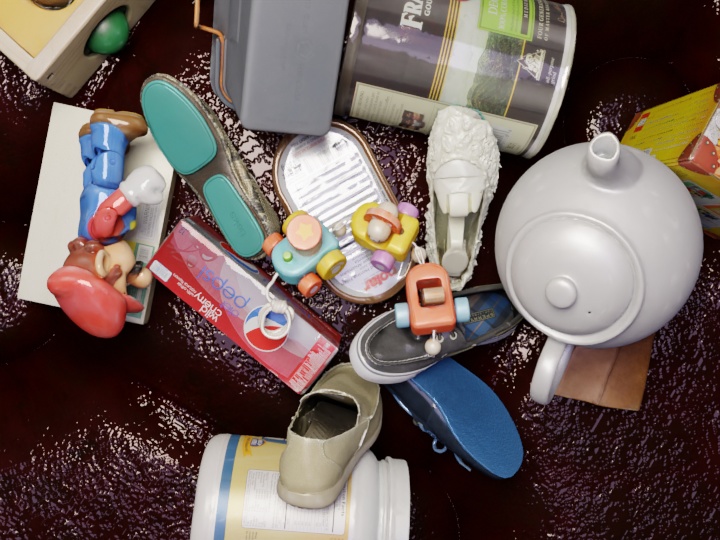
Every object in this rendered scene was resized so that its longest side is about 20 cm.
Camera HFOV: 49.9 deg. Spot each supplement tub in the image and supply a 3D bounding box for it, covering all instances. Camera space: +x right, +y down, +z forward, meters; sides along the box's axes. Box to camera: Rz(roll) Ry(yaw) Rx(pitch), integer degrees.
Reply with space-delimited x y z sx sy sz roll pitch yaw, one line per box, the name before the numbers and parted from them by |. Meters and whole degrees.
supplement tub | -0.057 0.240 0.754 0.196 0.145 0.147 5 93 -3

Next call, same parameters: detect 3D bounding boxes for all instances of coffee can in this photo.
coffee can | 0.084 -0.200 0.738 0.197 0.146 0.149 12 92 -4

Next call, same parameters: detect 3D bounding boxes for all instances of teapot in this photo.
teapot | 0.195 -0.005 0.679 0.196 0.146 0.201 -28 98 41

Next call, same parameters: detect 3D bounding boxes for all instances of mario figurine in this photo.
mario figurine | -0.223 -0.038 0.724 0.104 0.124 0.204 1 79 1

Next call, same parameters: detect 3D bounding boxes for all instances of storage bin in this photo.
storage bin | -0.074 -0.221 0.689 0.143 0.135 0.203 3 118 -15

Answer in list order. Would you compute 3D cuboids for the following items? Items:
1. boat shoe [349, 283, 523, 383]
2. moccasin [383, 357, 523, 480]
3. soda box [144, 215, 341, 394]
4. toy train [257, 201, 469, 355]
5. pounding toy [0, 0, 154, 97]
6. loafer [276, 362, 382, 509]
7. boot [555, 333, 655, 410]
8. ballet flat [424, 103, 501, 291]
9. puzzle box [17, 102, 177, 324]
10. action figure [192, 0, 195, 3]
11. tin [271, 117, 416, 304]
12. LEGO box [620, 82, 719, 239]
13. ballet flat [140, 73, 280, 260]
boat shoe | 0.084 0.054 0.752 0.197 0.066 0.071 -10 68 -26
moccasin | 0.084 0.130 0.795 0.080 0.068 0.200 -37 82 -32
soda box | -0.113 0.033 0.777 0.199 0.070 0.064 40 95 -3
toy train | 0.000 0.000 0.712 0.196 0.056 0.153 -2 65 2
pounding toy | -0.274 -0.277 0.717 0.200 0.142 0.185 42 91 -4
loafer | -0.021 0.137 0.725 0.074 0.200 0.069 11 115 9
boot | 0.234 0.032 0.811 0.186 0.069 0.203 16 99 -11
ballet flat | 0.095 -0.057 0.732 0.071 0.072 0.202 -7 136 -2
puzzle box | -0.263 -0.056 0.788 0.131 0.025 0.203 12 92 -4
action figure | -0.086 -0.311 0.761 0.197 0.070 0.132 -18 111 3
tin | -0.017 -0.060 0.795 0.111 0.042 0.202 -28 94 3
LEGO box | 0.342 -0.094 0.728 0.147 0.200 0.078 28 92 -4
ballet flat | -0.143 -0.104 0.767 0.067 0.075 0.201 -26 105 22
